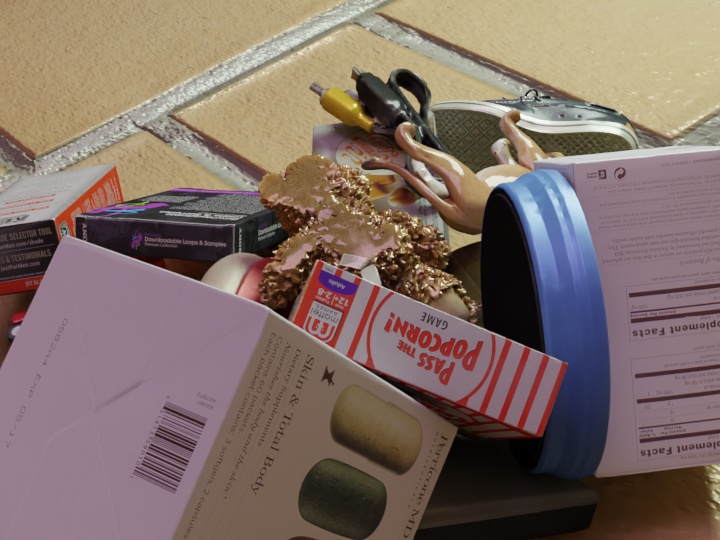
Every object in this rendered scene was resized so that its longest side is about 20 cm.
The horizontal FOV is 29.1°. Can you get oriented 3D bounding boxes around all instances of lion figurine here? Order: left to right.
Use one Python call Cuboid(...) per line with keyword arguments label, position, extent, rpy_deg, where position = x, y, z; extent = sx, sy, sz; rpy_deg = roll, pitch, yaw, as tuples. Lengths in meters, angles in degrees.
Cuboid(label="lion figurine", position=(0.109, -0.061, 1.076), extent=(0.199, 0.073, 0.123), rpy_deg=(-15, 59, -27))

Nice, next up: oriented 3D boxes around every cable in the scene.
Cuboid(label="cable", position=(0.040, -0.116, 1.195), extent=(0.097, 0.051, 0.200), rpy_deg=(-9, 44, -31))

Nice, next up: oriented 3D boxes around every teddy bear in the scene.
Cuboid(label="teddy bear", position=(0.000, 0.000, 1.014), extent=(0.199, 0.067, 0.145), rpy_deg=(34, 61, 27))

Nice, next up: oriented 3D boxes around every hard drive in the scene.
Cuboid(label="hard drive", position=(0.041, 0.133, 0.904), extent=(0.199, 0.033, 0.139), rpy_deg=(2, 22, -42))

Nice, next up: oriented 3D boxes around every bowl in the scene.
Cuboid(label="bowl", position=(0.114, 0.036, 0.901), extent=(0.039, 0.202, 0.201), rpy_deg=(-6, 36, -6))

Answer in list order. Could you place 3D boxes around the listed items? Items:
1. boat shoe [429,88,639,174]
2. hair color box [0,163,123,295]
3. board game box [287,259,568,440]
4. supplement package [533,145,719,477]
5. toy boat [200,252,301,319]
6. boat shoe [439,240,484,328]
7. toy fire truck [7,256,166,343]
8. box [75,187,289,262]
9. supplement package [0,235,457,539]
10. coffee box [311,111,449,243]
Cuboid(label="boat shoe", position=(0.156, -0.124, 1.267), extent=(0.198, 0.075, 0.062), rpy_deg=(6, 34, 14))
Cuboid(label="hair color box", position=(-0.279, -0.037, 1.220), extent=(0.101, 0.062, 0.200), rpy_deg=(-8, 16, 8))
Cuboid(label="board game box", position=(0.027, 0.053, 0.842), extent=(0.151, 0.200, 0.047), rpy_deg=(23, 81, -2))
Cuboid(label="supplement package", position=(0.186, 0.022, 0.921), extent=(0.109, 0.202, 0.114), rpy_deg=(-6, 6, -5))
Cuboid(label="toy boat", position=(-0.081, 0.083, 1.034), extent=(0.130, 0.131, 0.201), rpy_deg=(24, 41, -4))
Cuboid(label="boat shoe", position=(0.069, 0.035, 1.053), extent=(0.199, 0.067, 0.074), rpy_deg=(-20, 41, 10))
Cuboid(label="toy fire truck", position=(-0.212, 0.060, 1.135), extent=(0.140, 0.049, 0.200), rpy_deg=(-17, 37, -9))
Cuboid(label="box", position=(-0.134, -0.042, 1.190), extent=(0.142, 0.036, 0.200), rpy_deg=(4, 10, 18))
Cuboid(label="supplement package", position=(-0.077, 0.101, 0.734), extent=(0.150, 0.200, 0.153), rpy_deg=(17, 79, 36))
Cuboid(label="coffee box", position=(0.017, -0.048, 1.191), extent=(0.113, 0.080, 0.201), rpy_deg=(-7, 36, 6))
